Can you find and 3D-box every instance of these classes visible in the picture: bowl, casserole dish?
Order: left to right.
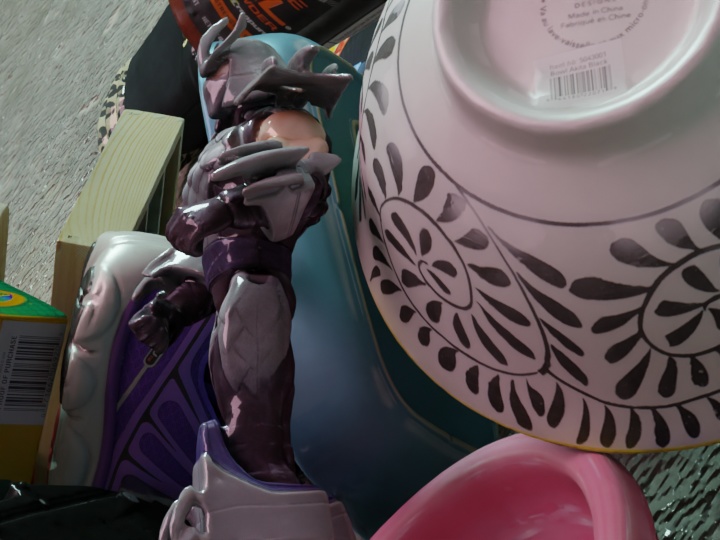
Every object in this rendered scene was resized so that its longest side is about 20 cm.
[{"bbox_3d":[0.000,0.000,0.974,0.039,0.121,0.200,-25,61,22],"label":"casserole dish"},{"bbox_3d":[0.075,-0.057,0.803,0.201,0.094,0.201,-10,62,19],"label":"bowl"}]

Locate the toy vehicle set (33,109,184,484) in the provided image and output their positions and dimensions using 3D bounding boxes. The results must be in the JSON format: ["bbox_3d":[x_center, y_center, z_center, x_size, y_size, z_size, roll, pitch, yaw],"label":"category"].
[{"bbox_3d":[-0.107,0.048,1.164,0.124,0.026,0.200,-73,-7,-60],"label":"toy vehicle set"}]

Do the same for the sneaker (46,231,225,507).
[{"bbox_3d":[-0.077,0.082,1.062,0.081,0.083,0.200,-82,3,-60],"label":"sneaker"}]

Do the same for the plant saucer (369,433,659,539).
[{"bbox_3d":[0.027,0.144,0.825,0.201,0.051,0.201,-47,21,24],"label":"plant saucer"}]

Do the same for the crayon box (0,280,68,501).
[{"bbox_3d":[-0.187,0.100,1.015,0.058,0.119,0.200,21,101,43],"label":"crayon box"}]

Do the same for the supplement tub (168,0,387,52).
[{"bbox_3d":[-0.003,-0.164,1.310,0.200,0.107,0.107,-30,32,53],"label":"supplement tub"}]

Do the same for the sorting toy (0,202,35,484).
[{"bbox_3d":[-0.165,0.104,1.197,0.199,0.070,0.200,-73,-7,-61],"label":"sorting toy"}]

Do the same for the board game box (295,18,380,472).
[{"bbox_3d":[-0.002,-0.017,1.146,0.165,0.057,0.200,-27,35,57],"label":"board game box"}]

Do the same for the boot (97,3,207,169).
[{"bbox_3d":[-0.067,-0.148,1.496,0.154,0.073,0.204,-41,23,46],"label":"boot"}]

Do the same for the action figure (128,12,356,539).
[{"bbox_3d":[-0.035,0.015,0.853,0.130,0.069,0.200,104,163,-72],"label":"action figure"}]

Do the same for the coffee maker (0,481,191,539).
[{"bbox_3d":[-0.108,0.188,0.971,0.135,0.192,0.200,41,105,37],"label":"coffee maker"}]
